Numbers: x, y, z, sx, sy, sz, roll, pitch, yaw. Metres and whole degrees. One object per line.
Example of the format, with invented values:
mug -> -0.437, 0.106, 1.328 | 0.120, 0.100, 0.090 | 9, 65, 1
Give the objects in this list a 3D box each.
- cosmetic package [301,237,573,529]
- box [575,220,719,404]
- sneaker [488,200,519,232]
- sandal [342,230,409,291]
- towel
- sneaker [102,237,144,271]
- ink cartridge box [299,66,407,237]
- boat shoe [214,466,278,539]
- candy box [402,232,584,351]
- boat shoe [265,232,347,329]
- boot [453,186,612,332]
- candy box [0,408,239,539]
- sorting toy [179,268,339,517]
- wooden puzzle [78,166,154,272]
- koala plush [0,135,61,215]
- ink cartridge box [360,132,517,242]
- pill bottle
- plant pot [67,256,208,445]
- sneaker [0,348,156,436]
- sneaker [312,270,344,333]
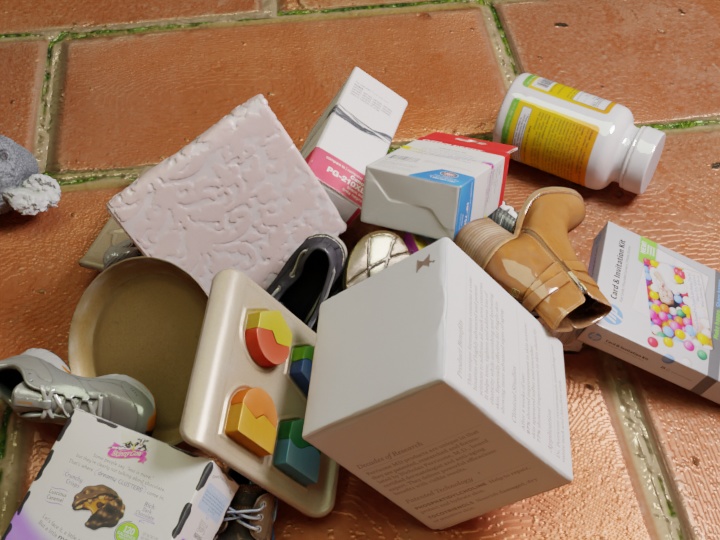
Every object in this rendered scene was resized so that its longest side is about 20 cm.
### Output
cosmetic package -> 0.077, 0.112, 1.012 | 0.166, 0.200, 0.168 | -28, 38, 32
box -> 0.343, 0.049, 1.171 | 0.199, 0.041, 0.156 | 24, 50, -3
sneaker -> 0.109, -0.056, 1.292 | 0.199, 0.067, 0.091 | 25, 57, 28
sandal -> 0.016, 0.059, 1.148 | 0.080, 0.054, 0.202 | -5, 90, -22
towel -> -0.138, -0.059, 1.142 | 0.200, 0.191, 0.032 | -36, 31, -2
sneaker -> -0.204, -0.045, 1.218 | 0.199, 0.075, 0.115 | -13, 44, -21
ink cartridge box -> -0.032, -0.124, 1.288 | 0.084, 0.145, 0.201 | 31, 50, -10
boat shoe -> -0.115, 0.233, 1.027 | 0.072, 0.073, 0.201 | 3, 48, 3
candy box -> 0.150, 0.022, 1.180 | 0.199, 0.061, 0.137 | 1, 45, -27
boat shoe -> -0.084, 0.048, 1.129 | 0.072, 0.201, 0.063 | 34, 9, 0
boot -> 0.212, -0.008, 1.131 | 0.199, 0.074, 0.155 | -23, 51, -35
candy box -> -0.231, 0.248, 0.968 | 0.167, 0.072, 0.201 | 15, 65, 26
sorting toy -> -0.078, 0.118, 1.029 | 0.036, 0.200, 0.186 | -18, 49, 34
wooden puzzle -> -0.217, -0.041, 1.297 | 0.184, 0.047, 0.201 | 14, 45, 12
koala plush -> -0.485, -0.108, 1.304 | 0.199, 0.185, 0.177 | -17, 34, -42
ink cartridge box -> 0.095, -0.101, 1.214 | 0.115, 0.068, 0.200 | 14, 24, 23
pill bottle -> 0.280, -0.170, 1.359 | 0.199, 0.111, 0.111 | 24, 52, 20
plant pot -> -0.220, 0.086, 1.116 | 0.199, 0.201, 0.027 | 26, 11, 22
sneaker -> -0.304, 0.137, 1.089 | 0.199, 0.076, 0.092 | 13, 7, 24
sneaker -> 0.000, 0.000, 1.211 | 0.200, 0.071, 0.099 | -42, 102, -28
